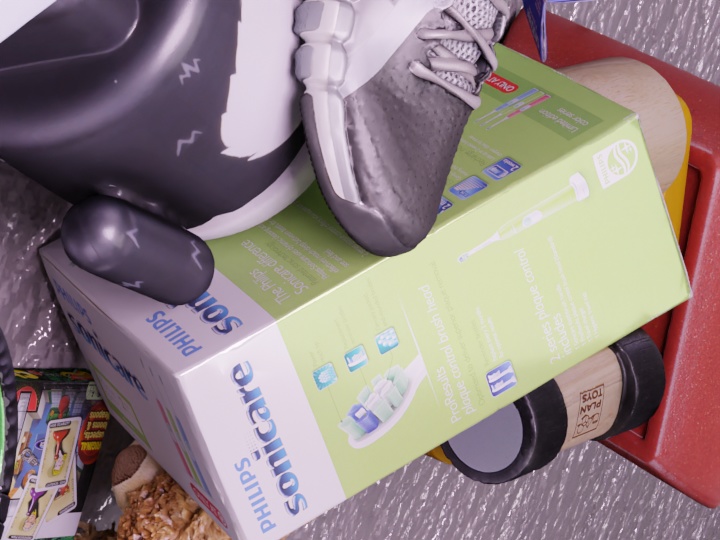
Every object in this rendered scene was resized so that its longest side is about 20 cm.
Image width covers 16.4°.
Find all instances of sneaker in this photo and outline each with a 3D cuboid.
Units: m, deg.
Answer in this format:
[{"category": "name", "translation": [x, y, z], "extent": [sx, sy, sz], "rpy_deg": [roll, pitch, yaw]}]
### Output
[{"category": "sneaker", "translation": [0.044, -0.107, 0.850], "extent": [0.075, 0.115, 0.201], "rpy_deg": [21, 67, -63]}]

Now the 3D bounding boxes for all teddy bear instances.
[{"category": "teddy bear", "translation": [-0.057, 0.086, 1.043], "extent": [0.200, 0.145, 0.067], "rpy_deg": [-29, 93, -58]}]

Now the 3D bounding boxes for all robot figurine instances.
[{"category": "robot figurine", "translation": [-0.078, -0.083, 0.860], "extent": [0.151, 0.125, 0.200], "rpy_deg": [-55, 153, 0]}]

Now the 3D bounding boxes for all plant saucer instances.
[{"category": "plant saucer", "translation": [0.117, -0.008, 1.234], "extent": [0.037, 0.199, 0.201], "rpy_deg": [-9, 117, -39]}]

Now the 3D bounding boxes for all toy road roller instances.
[{"category": "toy road roller", "translation": [0.059, -0.006, 1.157], "extent": [0.123, 0.146, 0.201], "rpy_deg": [-16, 120, -52]}]

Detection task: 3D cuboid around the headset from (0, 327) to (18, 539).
[{"category": "headset", "translation": [-0.178, 0.096, 0.832], "extent": [0.124, 0.094, 0.201], "rpy_deg": [50, 49, -59]}]

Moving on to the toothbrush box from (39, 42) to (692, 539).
[{"category": "toothbrush box", "translation": [0.000, 0.000, 0.949], "extent": [0.200, 0.146, 0.086], "rpy_deg": [-29, 119, -16]}]

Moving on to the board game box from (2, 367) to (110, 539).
[{"category": "board game box", "translation": [-0.164, 0.087, 0.932], "extent": [0.200, 0.023, 0.105], "rpy_deg": [5, 105, -63]}]

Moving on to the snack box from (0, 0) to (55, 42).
[{"category": "snack box", "translation": [-0.119, -0.137, 0.724], "extent": [0.200, 0.142, 0.053], "rpy_deg": [-45, 144, -41]}]

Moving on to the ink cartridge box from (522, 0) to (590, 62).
[{"category": "ink cartridge box", "translation": [0.091, -0.210, 1.132], "extent": [0.120, 0.042, 0.201], "rpy_deg": [-102, -170, -52]}]
